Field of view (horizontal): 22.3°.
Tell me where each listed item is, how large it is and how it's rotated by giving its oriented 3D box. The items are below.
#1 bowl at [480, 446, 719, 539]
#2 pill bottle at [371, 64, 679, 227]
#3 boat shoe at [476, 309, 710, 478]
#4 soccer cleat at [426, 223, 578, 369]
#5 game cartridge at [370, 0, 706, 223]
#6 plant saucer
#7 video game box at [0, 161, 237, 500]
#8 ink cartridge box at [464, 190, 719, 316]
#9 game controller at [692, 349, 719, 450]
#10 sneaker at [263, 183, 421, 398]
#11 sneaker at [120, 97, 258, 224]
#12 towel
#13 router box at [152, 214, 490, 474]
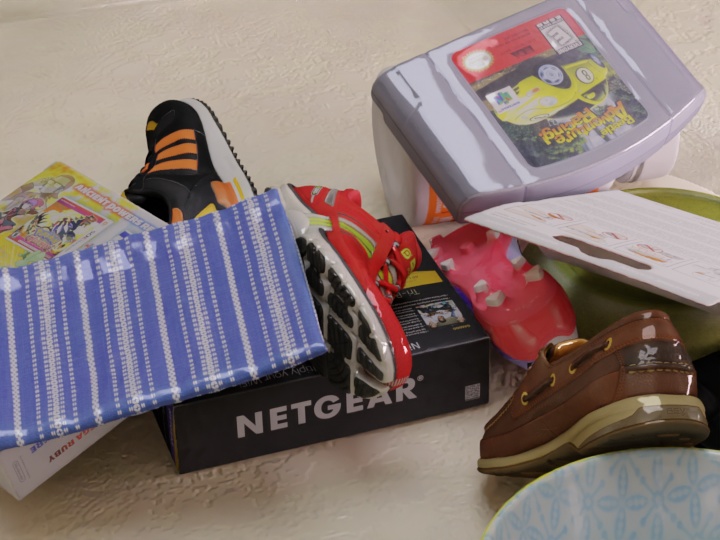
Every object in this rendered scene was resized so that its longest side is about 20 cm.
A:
[{"bbox_3d":[0.150,0.183,0.842,0.198,0.108,0.201,-2,32,1],"label":"bowl"},{"bbox_3d":[0.116,-0.100,1.294,0.198,0.115,0.114,-9,32,-10],"label":"pill bottle"},{"bbox_3d":[0.119,0.071,0.970,0.071,0.068,0.200,2,-15,-20],"label":"boat shoe"},{"bbox_3d":[0.091,0.017,1.167,0.066,0.077,0.200,-29,18,-3],"label":"soccer cleat"},{"bbox_3d":[0.124,-0.111,1.213,0.199,0.041,0.134,-25,67,-20],"label":"game cartridge"},{"bbox_3d":[0.202,-0.006,1.217,0.198,0.031,0.201,-1,32,1],"label":"plant saucer"},{"bbox_3d":[-0.191,0.027,1.090,0.182,0.047,0.199,-39,44,-23],"label":"video game box"},{"bbox_3d":[0.171,0.001,1.076,0.159,0.048,0.199,21,18,31],"label":"ink cartridge box"},{"bbox_3d":[0.272,0.064,1.103,0.199,0.042,0.104,-18,22,-25],"label":"game controller"},{"bbox_3d":[0.000,0.000,1.080,0.084,0.078,0.200,-6,33,-17],"label":"sneaker"},{"bbox_3d":[-0.136,-0.062,1.286,0.089,0.070,0.200,-10,35,-20],"label":"sneaker"},{"bbox_3d":[-0.127,0.025,1.018,0.198,0.024,0.145,-17,40,-1],"label":"towel"},{"bbox_3d":[-0.039,0.040,1.133,0.198,0.053,0.157,-11,33,-15],"label":"router box"}]
